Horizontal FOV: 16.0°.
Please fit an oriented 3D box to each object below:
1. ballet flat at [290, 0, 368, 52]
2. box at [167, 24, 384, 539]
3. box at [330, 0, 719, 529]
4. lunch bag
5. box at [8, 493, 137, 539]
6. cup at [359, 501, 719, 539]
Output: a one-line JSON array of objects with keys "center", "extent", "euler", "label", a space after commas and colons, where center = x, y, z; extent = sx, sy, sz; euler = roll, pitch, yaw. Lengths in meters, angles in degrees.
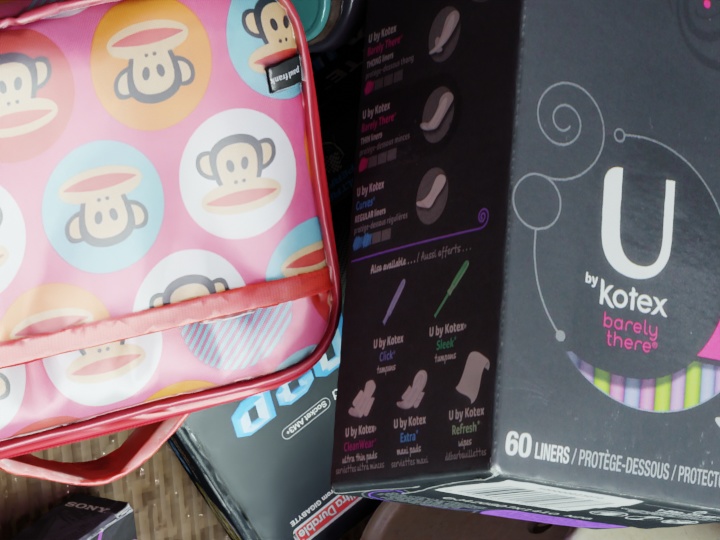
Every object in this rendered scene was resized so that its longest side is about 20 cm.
[{"center": [-0.018, -0.180, 0.920], "extent": [0.073, 0.073, 0.202], "euler": [-13, 106, -24], "label": "ballet flat"}, {"center": [0.000, 0.000, 0.995], "extent": [0.200, 0.046, 0.160], "euler": [-37, 120, -13], "label": "box"}, {"center": [0.072, -0.018, 0.874], "extent": [0.122, 0.106, 0.202], "euler": [10, 77, -30], "label": "box"}, {"center": [-0.109, -0.009, 0.874], "extent": [0.199, 0.082, 0.178], "euler": [-14, 107, -19], "label": "lunch bag"}, {"center": [-0.126, 0.204, 0.966], "extent": [0.143, 0.036, 0.202], "euler": [-34, 126, -51], "label": "box"}, {"center": [0.073, 0.146, 0.992], "extent": [0.200, 0.200, 0.144], "euler": [-37, 120, -13], "label": "cup"}]
